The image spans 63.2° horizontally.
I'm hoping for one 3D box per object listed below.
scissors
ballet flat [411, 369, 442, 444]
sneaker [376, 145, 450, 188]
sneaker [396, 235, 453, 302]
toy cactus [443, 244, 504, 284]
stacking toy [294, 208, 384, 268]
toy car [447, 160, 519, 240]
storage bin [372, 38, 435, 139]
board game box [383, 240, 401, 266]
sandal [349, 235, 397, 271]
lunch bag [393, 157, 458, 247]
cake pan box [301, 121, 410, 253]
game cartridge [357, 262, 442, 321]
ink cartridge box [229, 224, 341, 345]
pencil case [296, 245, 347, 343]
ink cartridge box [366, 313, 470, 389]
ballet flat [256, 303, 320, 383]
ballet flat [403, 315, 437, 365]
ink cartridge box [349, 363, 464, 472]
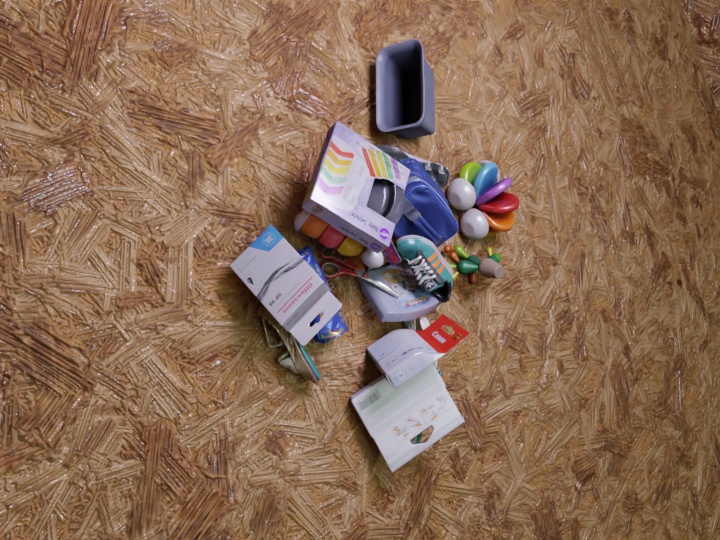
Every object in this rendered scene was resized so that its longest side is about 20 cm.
[{"bbox_3d":[0.000,0.000,1.281,0.193,0.014,0.076,15,71,-8],"label":"scissors"},{"bbox_3d":[0.128,0.314,1.334,0.076,0.062,0.205,61,48,-66],"label":"ballet flat"},{"bbox_3d":[0.114,-0.246,1.415,0.194,0.089,0.076,19,99,-9],"label":"sneaker"},{"bbox_3d":[0.148,-0.001,1.286,0.199,0.070,0.082,37,41,-39],"label":"sneaker"},{"bbox_3d":[0.287,-0.006,1.449,0.194,0.164,0.106,5,101,-29],"label":"toy cactus"},{"bbox_3d":[-0.029,-0.079,1.212,0.200,0.146,0.147,44,61,-4],"label":"stacking toy"},{"bbox_3d":[0.332,-0.188,1.504,0.173,0.148,0.205,-34,103,-33],"label":"toy car"},{"bbox_3d":[0.111,-0.414,1.400,0.133,0.141,0.208,15,73,-60],"label":"storage bin"},{"bbox_3d":[0.031,-0.107,1.247,0.032,0.120,0.204,-28,91,9],"label":"board game box"},{"bbox_3d":[0.054,-0.060,1.344,0.203,0.059,0.082,-24,97,-35],"label":"sandal"},{"bbox_3d":[0.126,-0.126,1.300,0.199,0.134,0.135,40,24,-37],"label":"lunch bag"},{"bbox_3d":[-0.002,-0.160,1.148,0.197,0.052,0.189,30,65,-22],"label":"cake pan box"},{"bbox_3d":[0.102,0.047,1.341,0.195,0.042,0.134,-13,54,-36],"label":"game cartridge"},{"bbox_3d":[-0.140,0.028,1.111,0.116,0.067,0.200,-43,73,-7],"label":"ink cartridge box"},{"bbox_3d":[-0.099,0.052,1.208,0.086,0.077,0.205,-36,105,-46],"label":"pencil case"},{"bbox_3d":[0.120,0.155,1.260,0.197,0.160,0.048,-35,107,-6],"label":"ink cartridge box"},{"bbox_3d":[-0.149,0.149,1.180,0.064,0.070,0.205,-28,98,-7],"label":"ballet flat"},{"bbox_3d":[0.146,0.174,1.375,0.070,0.071,0.207,-17,94,-35],"label":"ballet flat"},{"bbox_3d":[0.101,0.301,1.273,0.196,0.045,0.180,-31,90,-7],"label":"ink cartridge box"}]
